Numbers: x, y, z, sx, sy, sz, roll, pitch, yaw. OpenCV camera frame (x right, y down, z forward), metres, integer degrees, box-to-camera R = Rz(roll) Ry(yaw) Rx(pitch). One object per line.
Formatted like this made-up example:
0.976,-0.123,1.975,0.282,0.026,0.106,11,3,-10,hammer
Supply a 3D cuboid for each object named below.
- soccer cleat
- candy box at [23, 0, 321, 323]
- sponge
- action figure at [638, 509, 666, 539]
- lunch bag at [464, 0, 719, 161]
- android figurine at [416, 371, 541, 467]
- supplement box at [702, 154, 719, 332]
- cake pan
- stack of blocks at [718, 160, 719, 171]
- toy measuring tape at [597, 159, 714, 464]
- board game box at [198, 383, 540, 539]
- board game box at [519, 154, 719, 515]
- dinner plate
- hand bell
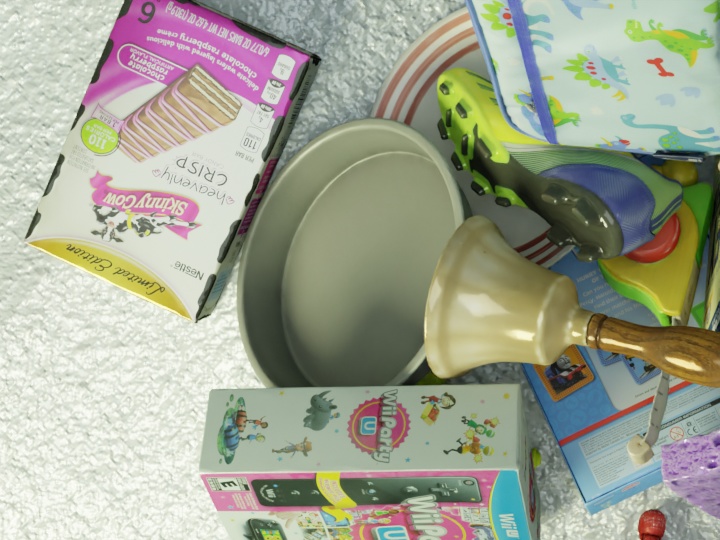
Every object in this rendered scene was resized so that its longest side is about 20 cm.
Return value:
0.121,-0.074,1.142,0.083,0.200,0.065,-27,134,-20,soccer cleat
-0.129,-0.083,1.247,0.136,0.061,0.201,24,97,5,candy box
0.292,0.108,1.092,0.199,0.111,0.030,-21,57,30,sponge
0.185,0.263,1.238,0.065,0.052,0.201,10,90,1,action figure
0.141,-0.144,1.016,0.160,0.200,0.083,8,62,19,lunch bag
0.025,0.148,1.253,0.199,0.041,0.183,0,94,8,android figurine
0.323,-0.031,1.109,0.199,0.134,0.201,9,62,3,supplement box
0.000,0.000,1.197,0.200,0.037,0.201,-15,67,39,cake pan
0.317,-0.052,1.010,0.199,0.059,0.116,-15,64,-9,stack of blocks
0.172,0.019,1.136,0.073,0.074,0.201,15,74,6,toy measuring tape
0.011,0.138,1.161,0.199,0.148,0.065,-3,54,10,board game box
0.175,0.037,1.185,0.151,0.037,0.201,-26,67,4,board game box
0.090,-0.084,1.204,0.199,0.024,0.201,-9,72,30,dinner plate
0.149,0.037,1.078,0.199,0.104,0.105,13,96,27,hand bell
